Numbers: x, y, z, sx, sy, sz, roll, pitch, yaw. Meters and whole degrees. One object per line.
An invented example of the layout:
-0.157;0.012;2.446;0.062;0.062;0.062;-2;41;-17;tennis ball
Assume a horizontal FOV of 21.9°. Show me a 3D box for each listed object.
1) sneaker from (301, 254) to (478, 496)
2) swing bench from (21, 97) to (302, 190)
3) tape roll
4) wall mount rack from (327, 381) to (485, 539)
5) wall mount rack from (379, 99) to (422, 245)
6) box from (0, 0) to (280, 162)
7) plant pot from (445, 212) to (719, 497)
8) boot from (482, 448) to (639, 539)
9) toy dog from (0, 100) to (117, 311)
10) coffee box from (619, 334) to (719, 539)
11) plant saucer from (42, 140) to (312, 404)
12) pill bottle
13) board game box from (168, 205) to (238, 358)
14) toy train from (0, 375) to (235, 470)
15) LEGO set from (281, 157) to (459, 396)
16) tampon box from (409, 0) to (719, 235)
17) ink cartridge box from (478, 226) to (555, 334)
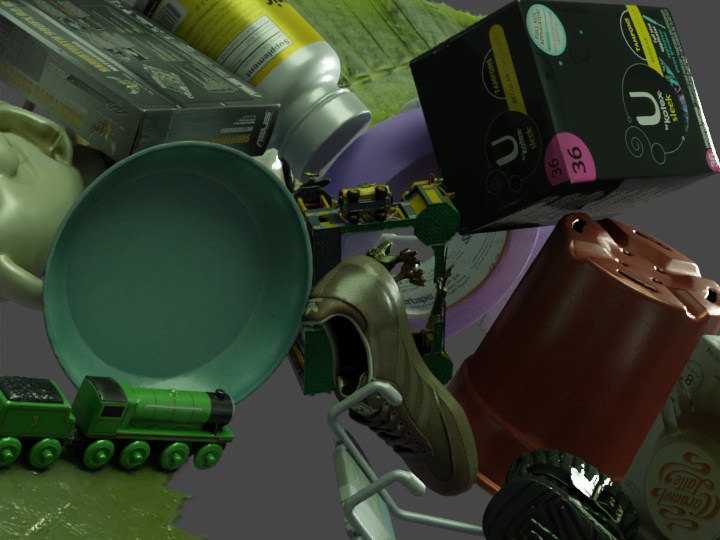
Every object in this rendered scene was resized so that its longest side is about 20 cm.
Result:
0.015;0.090;1.348;0.070;0.201;0.075;-9;23;48;sneaker
-0.169;-0.119;1.613;0.198;0.130;0.200;5;30;-45;swing bench
0.053;-0.035;1.573;0.199;0.201;0.066;8;27;-39;tape roll
0.046;0.175;1.264;0.174;0.074;0.200;54;10;-26;wall mount rack
0.043;-0.067;1.673;0.199;0.174;0.075;19;39;-42;wall mount rack
-0.184;-0.148;1.423;0.200;0.049;0.158;34;25;28;box
0.182;0.074;1.475;0.200;0.196;0.201;22;22;-9;plant pot
0.173;0.213;1.291;0.211;0.079;0.158;51;9;8;boot
-0.237;-0.048;1.355;0.193;0.140;0.200;31;17;26;toy dog
0.262;0.162;1.354;0.079;0.201;0.114;5;29;-42;coffee box
-0.129;0.006;1.287;0.199;0.201;0.036;13;7;-30;plant saucer
-0.087;-0.169;1.530;0.200;0.111;0.111;47;25;12;pill bottle
-0.118;-0.013;1.421;0.036;0.152;0.200;-17;22;6;board game box
-0.163;0.098;1.212;0.199;0.057;0.042;6;29;-42;toy train
0.000;0.000;1.459;0.153;0.201;0.116;-13;31;-10;LEGO set
0.164;-0.122;1.486;0.199;0.126;0.151;-7;77;-46;tampon box
0.182;-0.029;1.710;0.039;0.201;0.099;34;21;13;ink cartridge box
